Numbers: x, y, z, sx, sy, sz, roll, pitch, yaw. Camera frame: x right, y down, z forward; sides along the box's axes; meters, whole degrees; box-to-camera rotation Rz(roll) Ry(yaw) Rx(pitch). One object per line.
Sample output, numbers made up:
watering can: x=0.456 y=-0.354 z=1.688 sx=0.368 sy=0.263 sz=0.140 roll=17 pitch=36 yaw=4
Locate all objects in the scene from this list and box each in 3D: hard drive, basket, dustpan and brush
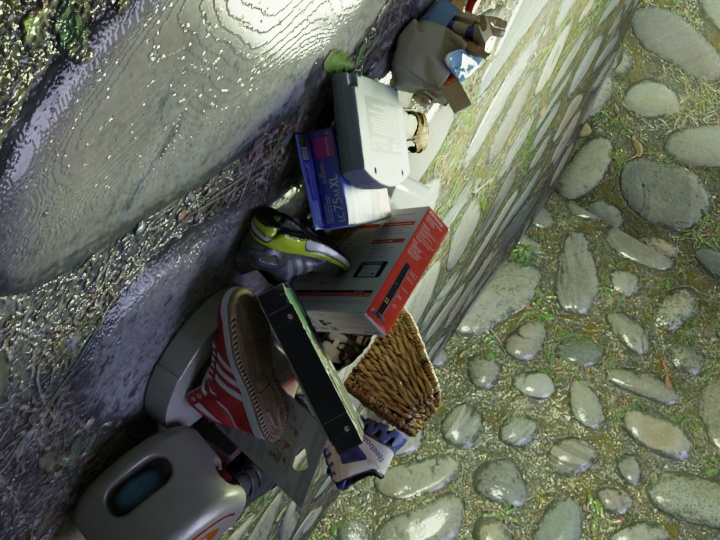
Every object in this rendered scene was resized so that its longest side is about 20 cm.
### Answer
hard drive: x=-0.056 y=0.110 z=1.063 sx=0.038 sy=0.200 sz=0.140 roll=-26 pitch=179 yaw=0
basket: x=0.069 y=0.159 z=1.398 sx=0.149 sy=0.143 sz=0.200 roll=-53 pitch=176 yaw=-11
dustpan and brush: x=0.032 y=-0.070 z=1.544 sx=0.140 sy=0.057 sz=0.200 roll=15 pitch=101 yaw=-64

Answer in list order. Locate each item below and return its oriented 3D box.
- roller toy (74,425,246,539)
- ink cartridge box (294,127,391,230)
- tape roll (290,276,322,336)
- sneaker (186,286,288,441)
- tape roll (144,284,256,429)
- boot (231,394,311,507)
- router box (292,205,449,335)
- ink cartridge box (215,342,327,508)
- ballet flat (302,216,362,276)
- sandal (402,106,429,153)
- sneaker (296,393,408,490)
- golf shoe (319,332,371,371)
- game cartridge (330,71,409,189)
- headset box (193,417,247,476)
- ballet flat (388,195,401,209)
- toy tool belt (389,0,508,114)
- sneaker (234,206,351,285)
roller toy: x=-0.244 y=0.284 z=1.111 sx=0.182 sy=0.140 sz=0.200 roll=-50 pitch=163 yaw=29
ink cartridge box: x=-0.017 y=-0.115 z=1.132 sx=0.200 sy=0.042 sz=0.120 roll=-16 pitch=97 yaw=-67
tape roll: x=-0.049 y=0.031 z=1.427 sx=0.200 sy=0.066 sz=0.200 roll=-54 pitch=167 yaw=-18
sneaker: x=-0.159 y=0.108 z=1.076 sx=0.071 sy=0.112 sz=0.200 roll=-39 pitch=126 yaw=-47
tape roll: x=-0.193 y=0.111 z=1.150 sx=0.203 sy=0.037 sz=0.203 roll=-53 pitch=167 yaw=-18
boot: x=-0.144 y=0.278 z=1.315 sx=0.132 sy=0.070 sz=0.200 roll=-30 pitch=146 yaw=-53
router box: x=0.000 y=0.000 z=1.234 sx=0.200 sy=0.049 sz=0.180 roll=-1 pitch=-130 yaw=51
ink cartridge box: x=-0.108 y=0.192 z=1.177 sx=0.044 sy=0.174 sz=0.200 roll=-36 pitch=156 yaw=-38
ballet flat: x=-0.027 y=-0.078 z=1.244 sx=0.200 sy=0.070 sz=0.065 roll=-57 pitch=171 yaw=-10
sandal: x=0.078 y=-0.197 z=1.335 sx=0.200 sy=0.054 sz=0.082 roll=-22 pitch=117 yaw=-69
sneaker: x=-0.038 y=0.267 z=1.385 sx=0.081 sy=0.199 sz=0.115 roll=80 pitch=31 yaw=-69
golf shoe: x=-0.018 y=0.093 z=1.370 sx=0.095 sy=0.078 sz=0.200 roll=-48 pitch=163 yaw=-35
game cartridge: x=0.015 y=-0.167 z=1.123 sx=0.200 sy=0.041 sz=0.133 roll=-13 pitch=101 yaw=-71
headset box: x=-0.198 y=0.266 z=1.396 sx=0.149 sy=0.075 sz=0.200 roll=-44 pitch=161 yaw=-46
ballet flat: x=0.042 y=-0.079 z=1.402 sx=0.068 sy=0.072 sz=0.200 roll=-62 pitch=153 yaw=-4
toy tool belt: x=0.136 y=-0.298 z=1.218 sx=0.200 sy=0.123 sz=0.125 roll=-52 pitch=166 yaw=-24
sneaker: x=-0.086 y=-0.020 z=1.137 sx=0.081 sy=0.074 sz=0.200 roll=-48 pitch=148 yaw=14
